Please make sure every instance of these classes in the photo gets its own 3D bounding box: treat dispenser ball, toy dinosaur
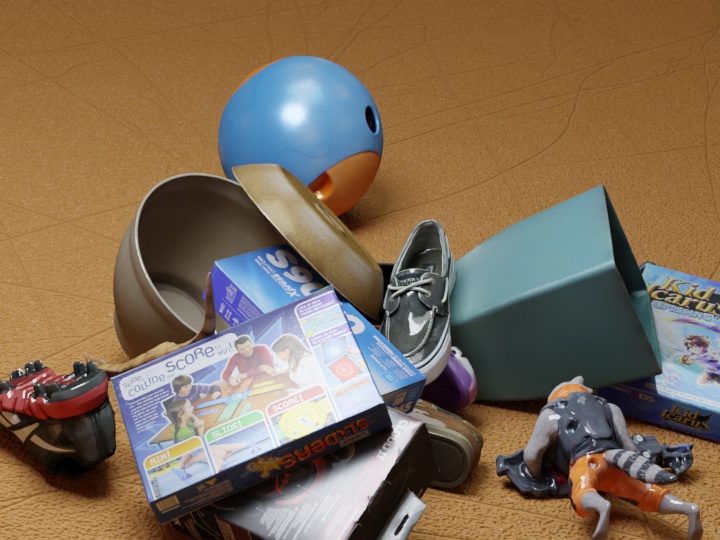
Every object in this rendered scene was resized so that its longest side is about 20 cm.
[{"bbox_3d":[-0.072,-0.156,2.046,0.199,0.202,0.201,5,23,-2],"label":"treat dispenser ball"},{"bbox_3d":[-0.158,0.078,1.443,0.106,0.199,0.061,29,50,-39],"label":"toy dinosaur"}]

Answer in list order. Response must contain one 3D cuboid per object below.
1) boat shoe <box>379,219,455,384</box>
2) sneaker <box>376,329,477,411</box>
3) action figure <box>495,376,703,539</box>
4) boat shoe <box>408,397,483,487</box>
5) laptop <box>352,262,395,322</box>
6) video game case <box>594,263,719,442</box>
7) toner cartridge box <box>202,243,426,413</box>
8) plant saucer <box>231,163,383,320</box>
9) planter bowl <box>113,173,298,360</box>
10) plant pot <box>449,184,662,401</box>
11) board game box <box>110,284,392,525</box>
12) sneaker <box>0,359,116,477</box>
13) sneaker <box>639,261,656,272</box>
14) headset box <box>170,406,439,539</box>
[{"bbox_3d":[0.049,0.028,1.604,0.071,0.071,0.201,-7,36,13],"label":"boat shoe"},{"bbox_3d":[0.014,0.098,1.641,0.199,0.081,0.088,18,38,21],"label":"sneaker"},{"bbox_3d":[0.233,0.161,1.513,0.198,0.105,0.194,-7,36,-24],"label":"action figure"},{"bbox_3d":[0.015,0.140,1.553,0.199,0.072,0.068,23,24,11],"label":"boat shoe"},{"bbox_3d":[0.000,0.000,1.824,0.176,0.104,0.200,3,23,-8],"label":"laptop"},{"bbox_3d":[0.355,0.087,1.705,0.199,0.046,0.182,15,44,17],"label":"video game case"},{"bbox_3d":[-0.042,0.059,1.515,0.095,0.043,0.200,-17,50,-45],"label":"toner cartridge box"},{"bbox_3d":[-0.040,-0.037,1.611,0.200,0.035,0.200,46,6,-6],"label":"plant saucer"},{"bbox_3d":[-0.155,0.028,1.629,0.199,0.135,0.201,21,46,-24],"label":"planter bowl"},{"bbox_3d":[0.174,0.040,1.670,0.199,0.142,0.142,-20,31,15],"label":"plant pot"},{"bbox_3d":[-0.090,0.104,1.363,0.199,0.035,0.136,-22,49,-3],"label":"board game box"},{"bbox_3d":[-0.273,0.132,1.490,0.071,0.099,0.200,-27,15,-34],"label":"sneaker"},{"bbox_3d":[0.293,0.051,1.815,0.065,0.079,0.200,12,25,9],"label":"sneaker"},{"bbox_3d":[-0.043,0.170,1.370,0.199,0.075,0.149,19,58,29],"label":"headset box"}]
